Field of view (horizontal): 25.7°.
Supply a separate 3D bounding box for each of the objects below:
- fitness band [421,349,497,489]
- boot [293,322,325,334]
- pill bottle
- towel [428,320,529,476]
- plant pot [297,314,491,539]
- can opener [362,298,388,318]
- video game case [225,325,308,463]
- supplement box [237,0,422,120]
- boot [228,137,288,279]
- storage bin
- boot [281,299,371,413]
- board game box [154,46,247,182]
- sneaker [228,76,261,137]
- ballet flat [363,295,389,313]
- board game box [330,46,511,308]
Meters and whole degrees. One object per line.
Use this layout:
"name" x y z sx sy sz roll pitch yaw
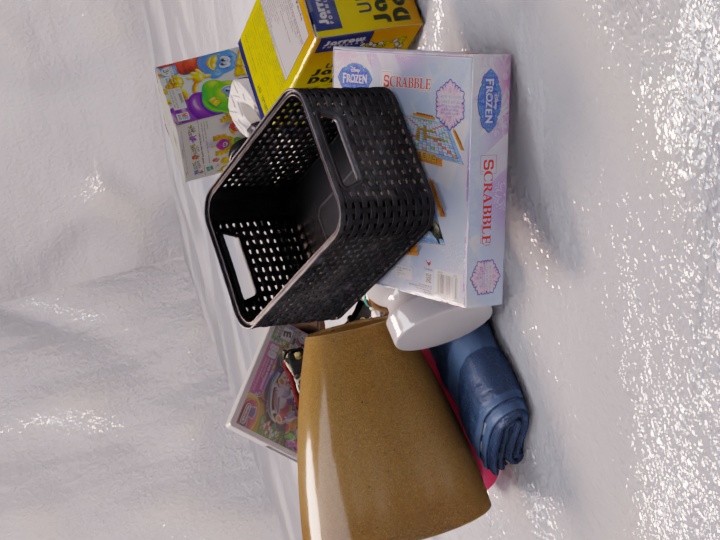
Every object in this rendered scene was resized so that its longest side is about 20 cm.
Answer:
"fitness band" 0.060 0.152 1.613 0.200 0.037 0.144 49 142 13
"boot" -0.086 0.136 1.931 0.155 0.077 0.200 90 -174 -55
"pill bottle" 0.045 -0.036 1.450 0.116 0.116 0.200 102 151 -67
"towel" 0.103 0.087 1.503 0.112 0.048 0.200 91 161 -53
"plant pot" 0.012 0.150 1.516 0.186 0.186 0.200 -179 75 -79
"can opener" 0.000 0.000 1.730 0.200 0.066 0.053 39 148 38
"video game case" -0.043 0.161 1.830 0.018 0.200 0.143 -32 33 60
"supplement box" -0.033 -0.228 1.516 0.200 0.109 0.109 128 127 -63
"boot" -0.080 -0.047 1.854 0.198 0.073 0.163 52 -162 -42
"storage bin" -0.038 -0.051 1.315 0.200 0.094 0.135 -46 57 50
"boot" -0.015 0.067 1.782 0.073 0.154 0.204 -150 46 -74
"board game box" -0.133 -0.199 1.890 0.105 0.200 0.103 89 163 -53
"sneaker" -0.045 -0.147 1.737 0.199 0.130 0.080 50 144 33
"ballet flat" 0.031 -0.057 1.575 0.068 0.072 0.200 -10 -86 -62
"board game box" 0.045 -0.083 1.306 0.200 0.041 0.200 15 107 54
